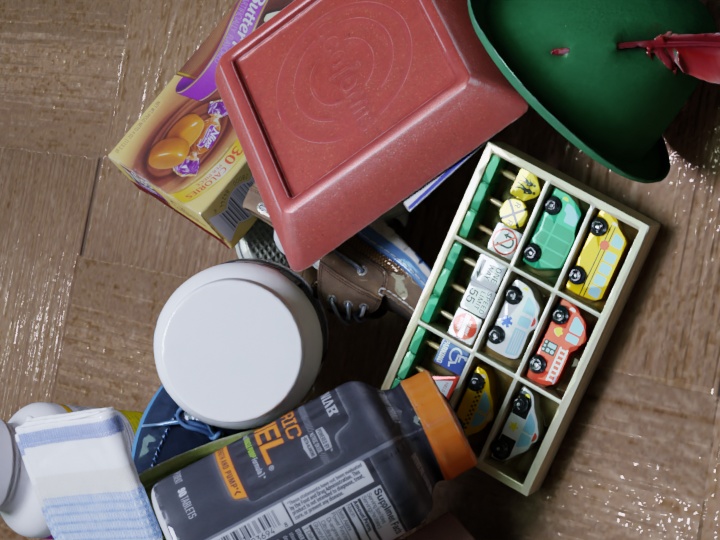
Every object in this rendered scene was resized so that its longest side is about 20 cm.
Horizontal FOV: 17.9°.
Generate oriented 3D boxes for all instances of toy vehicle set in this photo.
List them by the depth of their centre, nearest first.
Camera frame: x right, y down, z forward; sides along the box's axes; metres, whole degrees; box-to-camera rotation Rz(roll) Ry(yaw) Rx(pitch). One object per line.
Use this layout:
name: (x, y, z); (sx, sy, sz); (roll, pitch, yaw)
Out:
toy vehicle set: (0.102, 0.031, 1.512); (0.124, 0.027, 0.200); (28, 106, 20)

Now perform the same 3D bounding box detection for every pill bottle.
pill bottle: (-0.026, 0.140, 1.486); (0.200, 0.106, 0.106); (-28, 52, -1)
pill bottle: (-0.082, 0.050, 1.591); (0.200, 0.116, 0.117); (-35, -43, -88)
pill bottle: (-0.210, 0.157, 1.759); (0.104, 0.200, 0.104); (-16, 70, 53)

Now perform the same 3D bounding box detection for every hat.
hat: (0.195, -0.165, 1.407); (0.176, 0.200, 0.166); (-43, 23, 26)

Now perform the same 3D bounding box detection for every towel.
towel: (-0.164, 0.186, 1.541); (0.147, 0.024, 0.200); (-14, 99, 57)

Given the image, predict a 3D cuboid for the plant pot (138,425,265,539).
plant pot: (-0.073, 0.231, 1.612); (0.200, 0.200, 0.184); (-39, 65, 38)

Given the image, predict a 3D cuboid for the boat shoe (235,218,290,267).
boat shoe: (-0.083, -0.077, 1.768); (0.062, 0.075, 0.200); (-38, 48, 41)

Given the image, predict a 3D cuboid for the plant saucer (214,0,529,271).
plant saucer: (-0.005, -0.130, 1.560); (0.200, 0.037, 0.200); (-35, 51, 14)

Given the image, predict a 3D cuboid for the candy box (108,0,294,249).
candy box: (-0.080, -0.126, 1.709); (0.117, 0.056, 0.200); (33, 80, 39)

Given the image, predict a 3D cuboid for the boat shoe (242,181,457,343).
boat shoe: (0.000, 0.000, 1.598); (0.072, 0.072, 0.200); (-44, 75, -2)

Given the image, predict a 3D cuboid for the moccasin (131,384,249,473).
moccasin: (-0.112, 0.098, 1.723); (0.068, 0.080, 0.200); (5, 69, 54)

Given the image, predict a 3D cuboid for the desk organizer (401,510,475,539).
desk organizer: (0.084, 0.259, 1.484); (0.200, 0.077, 0.072); (48, 153, 27)

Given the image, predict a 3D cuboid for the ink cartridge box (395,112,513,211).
ink cartridge box: (0.029, -0.126, 1.578); (0.095, 0.037, 0.200); (-42, 48, 8)

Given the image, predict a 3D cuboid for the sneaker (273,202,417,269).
sneaker: (0.019, -0.082, 1.658); (0.081, 0.075, 0.200); (34, 103, 21)
